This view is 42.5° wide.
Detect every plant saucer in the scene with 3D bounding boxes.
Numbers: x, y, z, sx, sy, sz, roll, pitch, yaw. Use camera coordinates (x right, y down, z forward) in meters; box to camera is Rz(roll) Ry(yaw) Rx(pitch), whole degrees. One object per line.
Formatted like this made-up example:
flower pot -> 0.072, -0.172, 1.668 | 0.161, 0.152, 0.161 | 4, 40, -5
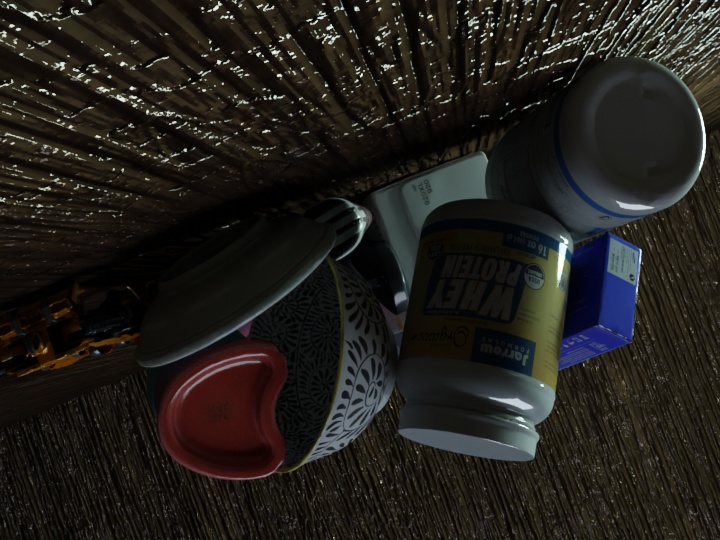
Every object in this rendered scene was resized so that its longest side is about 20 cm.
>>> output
plant saucer -> -0.114, 0.002, 0.777 | 0.197, 0.051, 0.201 | -29, -165, 8

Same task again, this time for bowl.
bowl -> -0.026, 0.084, 0.848 | 0.092, 0.206, 0.200 | 11, 160, -28

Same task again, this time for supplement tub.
supplement tub -> 0.109, 0.055, 0.825 | 0.141, 0.204, 0.145 | 10, 163, 3
supplement tub -> 0.204, -0.099, 0.838 | 0.130, 0.134, 0.200 | -21, 177, -14

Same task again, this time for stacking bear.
stacking bear -> -0.143, 0.091, 0.853 | 0.111, 0.124, 0.200 | -3, -162, -17

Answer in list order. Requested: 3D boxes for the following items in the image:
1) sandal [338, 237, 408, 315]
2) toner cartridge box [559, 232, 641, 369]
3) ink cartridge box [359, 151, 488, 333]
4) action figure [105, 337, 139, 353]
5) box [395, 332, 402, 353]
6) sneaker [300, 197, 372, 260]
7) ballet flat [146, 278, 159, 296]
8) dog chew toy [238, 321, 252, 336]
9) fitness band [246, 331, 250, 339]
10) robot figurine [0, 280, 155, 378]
sandal -> 0.000, 0.000, 1.008 | 0.042, 0.077, 0.200 | -24, -156, -15
toner cartridge box -> 0.188, 0.045, 0.904 | 0.043, 0.097, 0.200 | 24, 153, -17
ink cartridge box -> 0.076, -0.024, 1.068 | 0.142, 0.150, 0.200 | -22, 177, -15
action figure -> -0.248, 0.054, 1.059 | 0.064, 0.053, 0.200 | -16, -178, 1
box -> 0.084, 0.022, 1.369 | 0.179, 0.203, 0.104 | -23, 134, 22
sneaker -> -0.068, -0.012, 0.959 | 0.197, 0.077, 0.115 | -24, 180, 20
ballet flat -> -0.160, 0.022, 1.005 | 0.197, 0.076, 0.074 | -17, 175, -30
dog chew toy -> -0.145, 0.058, 1.138 | 0.123, 0.127, 0.200 | -20, 177, -24
fitness band -> -0.085, 0.074, 1.021 | 0.201, 0.037, 0.143 | -53, 169, 22
robot figurine -> -0.256, 0.051, 0.829 | 0.142, 0.059, 0.200 | -23, 178, 5
